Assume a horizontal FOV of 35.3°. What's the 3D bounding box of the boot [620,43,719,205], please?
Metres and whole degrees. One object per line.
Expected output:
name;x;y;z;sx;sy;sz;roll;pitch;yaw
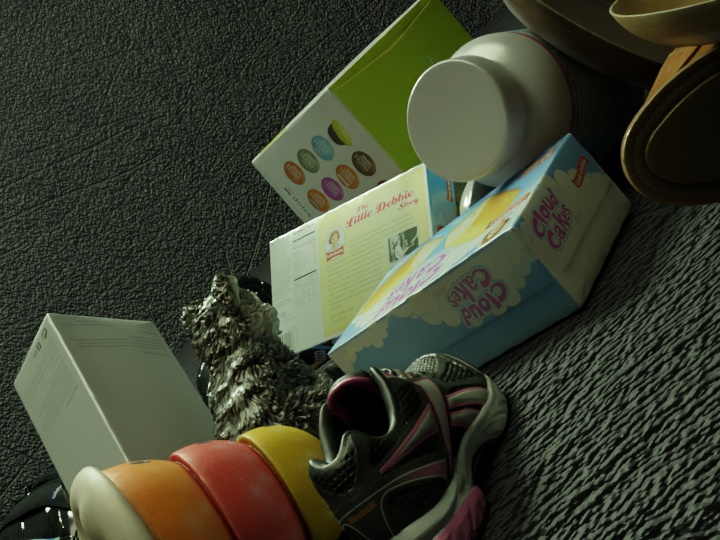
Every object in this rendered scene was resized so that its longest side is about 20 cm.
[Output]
boot;0.193;-0.100;0.635;0.200;0.077;0.155;-41;13;-14

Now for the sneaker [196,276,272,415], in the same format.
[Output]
sneaker;-0.112;0.103;1.024;0.088;0.075;0.201;-50;21;32

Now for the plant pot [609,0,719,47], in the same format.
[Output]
plant pot;0.229;-0.158;0.587;0.198;0.028;0.200;-21;16;6

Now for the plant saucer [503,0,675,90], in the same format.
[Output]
plant saucer;0.179;-0.185;0.830;0.032;0.199;0.201;-64;-4;32

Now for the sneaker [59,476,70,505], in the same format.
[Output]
sneaker;-0.172;0.160;1.021;0.198;0.072;0.080;-18;-26;-20

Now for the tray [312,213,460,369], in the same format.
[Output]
tray;0.018;0.024;1.037;0.200;0.037;0.098;-41;-6;32

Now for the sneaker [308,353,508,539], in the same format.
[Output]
sneaker;0.023;0.079;0.594;0.080;0.086;0.200;-40;8;14

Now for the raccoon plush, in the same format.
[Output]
raccoon plush;-0.092;0.087;0.823;0.097;0.134;0.200;-40;9;21

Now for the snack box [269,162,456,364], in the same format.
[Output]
snack box;0.000;0.000;0.960;0.199;0.037;0.118;-24;61;41

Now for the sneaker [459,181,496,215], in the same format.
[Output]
sneaker;0.122;-0.060;0.927;0.080;0.070;0.200;-45;-2;33

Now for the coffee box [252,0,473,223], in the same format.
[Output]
coffee box;0.042;-0.138;1.234;0.200;0.200;0.197;-48;9;-34

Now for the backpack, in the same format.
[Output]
backpack;-0.277;0.252;1.134;0.198;0.155;0.164;-9;34;33

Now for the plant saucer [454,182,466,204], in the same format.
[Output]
plant saucer;0.151;-0.129;1.048;0.200;0.027;0.200;-40;-15;-13

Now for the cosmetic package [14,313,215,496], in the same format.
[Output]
cosmetic package;-0.184;0.129;0.904;0.112;0.200;0.082;9;-58;-43

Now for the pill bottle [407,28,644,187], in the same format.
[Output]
pill bottle;0.123;-0.121;0.831;0.109;0.110;0.199;-38;-11;39

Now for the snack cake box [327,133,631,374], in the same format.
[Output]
snack cake box;0.077;0.008;0.762;0.200;0.067;0.115;-37;9;44

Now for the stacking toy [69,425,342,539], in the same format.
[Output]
stacking toy;-0.058;0.141;0.671;0.199;0.147;0.146;-28;0;-26

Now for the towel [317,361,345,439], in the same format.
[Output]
towel;-0.032;0.119;0.924;0.143;0.023;0.200;-43;7;6
